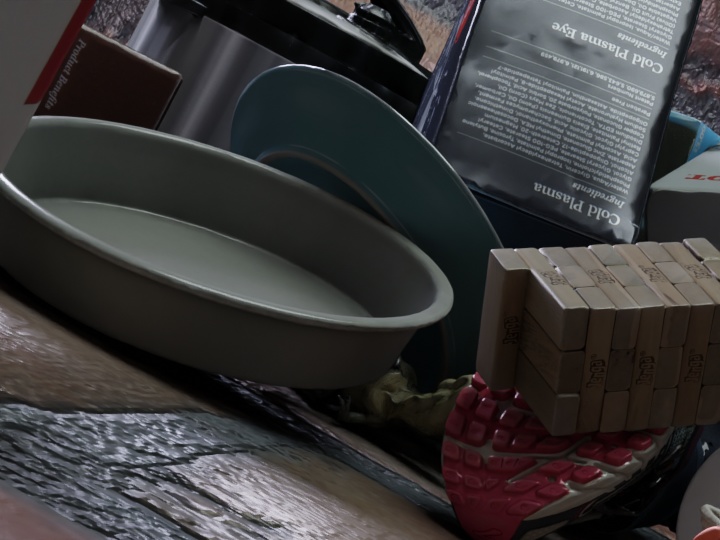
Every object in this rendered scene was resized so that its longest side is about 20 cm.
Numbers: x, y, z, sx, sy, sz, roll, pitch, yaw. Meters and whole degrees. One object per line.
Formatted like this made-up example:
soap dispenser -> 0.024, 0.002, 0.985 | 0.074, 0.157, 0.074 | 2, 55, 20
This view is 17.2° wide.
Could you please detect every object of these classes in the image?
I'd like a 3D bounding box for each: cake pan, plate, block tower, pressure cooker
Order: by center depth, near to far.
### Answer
block tower -> 0.148, 0.021, 0.905 | 0.200, 0.054, 0.058 | -3, 26, -18
cake pan -> -0.062, -0.007, 0.955 | 0.200, 0.037, 0.200 | 18, 16, -6
plate -> 0.000, 0.000, 1.087 | 0.200, 0.026, 0.200 | 37, -33, 30
pressure cooker -> -0.052, -0.086, 1.332 | 0.179, 0.200, 0.176 | 28, 3, 7

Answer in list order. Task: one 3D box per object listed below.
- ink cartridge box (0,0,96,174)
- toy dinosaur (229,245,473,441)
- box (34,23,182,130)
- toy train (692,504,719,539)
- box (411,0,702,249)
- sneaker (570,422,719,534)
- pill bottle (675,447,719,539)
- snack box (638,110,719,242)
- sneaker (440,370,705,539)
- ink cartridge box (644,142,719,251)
ink cartridge box -> -0.172, -0.100, 0.905 | 0.083, 0.147, 0.200 | 28, 3, -22
toy dinosaur -> -0.024, 0.034, 1.049 | 0.088, 0.047, 0.200 | 31, -4, -39
box -> -0.193, -0.094, 1.092 | 0.200, 0.100, 0.075 | 28, 2, -10
toy train -> 0.182, 0.153, 0.769 | 0.200, 0.056, 0.150 | 32, 2, 10
box -> 0.075, -0.050, 1.159 | 0.104, 0.182, 0.200 | 20, -33, -3
sneaker -> 0.159, 0.114, 1.096 | 0.202, 0.077, 0.146 | 43, 21, 24
pill bottle -> 0.201, 0.118, 0.952 | 0.112, 0.112, 0.200 | 30, 2, 33
snack box -> 0.144, 0.022, 1.246 | 0.037, 0.200, 0.116 | 21, 0, 27
sneaker -> 0.097, 0.067, 0.950 | 0.081, 0.075, 0.200 | 17, 24, 26
ink cartridge box -> 0.242, -0.021, 1.182 | 0.147, 0.083, 0.200 | 6, 17, 29
